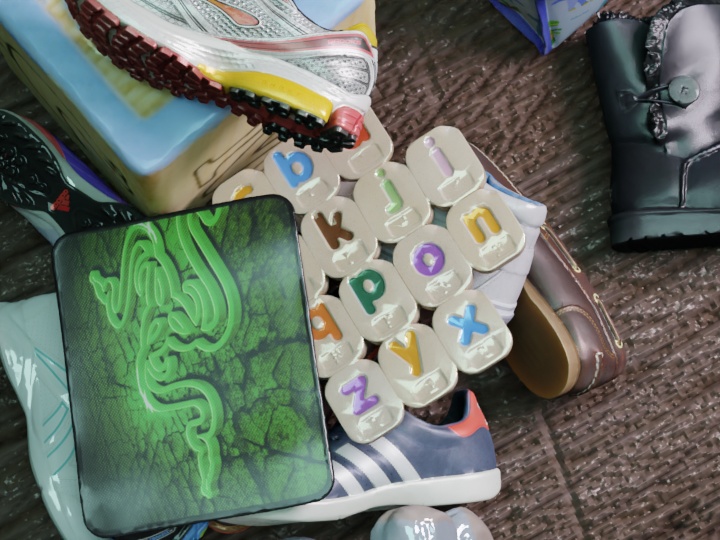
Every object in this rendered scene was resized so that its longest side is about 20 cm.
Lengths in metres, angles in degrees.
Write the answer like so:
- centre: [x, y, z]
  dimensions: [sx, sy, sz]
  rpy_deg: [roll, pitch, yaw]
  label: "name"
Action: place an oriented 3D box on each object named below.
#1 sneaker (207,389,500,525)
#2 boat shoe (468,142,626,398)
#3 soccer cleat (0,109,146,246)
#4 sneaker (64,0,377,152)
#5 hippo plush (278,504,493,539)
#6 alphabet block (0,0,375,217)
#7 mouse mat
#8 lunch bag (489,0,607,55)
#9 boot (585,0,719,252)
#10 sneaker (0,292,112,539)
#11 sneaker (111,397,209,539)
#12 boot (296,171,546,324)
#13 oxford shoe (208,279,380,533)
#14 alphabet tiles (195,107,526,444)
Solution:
- centre: [-0.008, 0.116, 1.467]
  dimensions: [0.200, 0.075, 0.085]
  rpy_deg: [-5, 85, -25]
  label: "sneaker"
- centre: [0.104, -0.004, 1.521]
  dimensions: [0.070, 0.070, 0.200]
  rpy_deg: [-13, 67, -40]
  label: "boat shoe"
- centre: [-0.180, -0.033, 1.528]
  dimensions: [0.200, 0.073, 0.068]
  rpy_deg: [43, 102, 8]
  label: "soccer cleat"
- centre: [-0.083, -0.142, 1.351]
  dimensions: [0.200, 0.078, 0.082]
  rpy_deg: [23, 75, -4]
  label: "sneaker"
- centre: [-0.001, 0.246, 1.446]
  dimensions: [0.161, 0.159, 0.200]
  rpy_deg: [-7, 58, 30]
  label: "hippo plush"
- centre: [-0.117, -0.161, 1.490]
  dimensions: [0.196, 0.200, 0.195]
  rpy_deg: [-39, 79, -7]
  label: "alphabet block"
- centre: [-0.106, 0.058, 1.428]
  dimensions: [0.161, 0.008, 0.200]
  rpy_deg: [-11, 74, 7]
  label: "mouse mat"
- centre: [0.148, -0.259, 1.501]
  dimensions: [0.170, 0.200, 0.127]
  rpy_deg: [-41, 70, -8]
  label: "lunch bag"
- centre: [0.254, -0.103, 1.530]
  dimensions: [0.200, 0.076, 0.168]
  rpy_deg: [-4, 81, 7]
  label: "boot"
- centre: [-0.180, 0.104, 1.498]
  dimensions: [0.080, 0.070, 0.201]
  rpy_deg: [-16, 77, -5]
  label: "sneaker"
- centre: [-0.112, 0.087, 1.463]
  dimensions: [0.083, 0.071, 0.200]
  rpy_deg: [29, 80, -35]
  label: "sneaker"
- centre: [0.032, -0.045, 1.495]
  dimensions: [0.200, 0.074, 0.096]
  rpy_deg: [28, 102, 26]
  label: "boot"
- centre: [-0.047, 0.080, 1.498]
  dimensions: [0.071, 0.073, 0.200]
  rpy_deg: [30, 80, 7]
  label: "oxford shoe"
- centre: [0.000, 0.000, 1.433]
  dimensions: [0.200, 0.015, 0.196]
  rpy_deg: [-34, 73, 5]
  label: "alphabet tiles"
